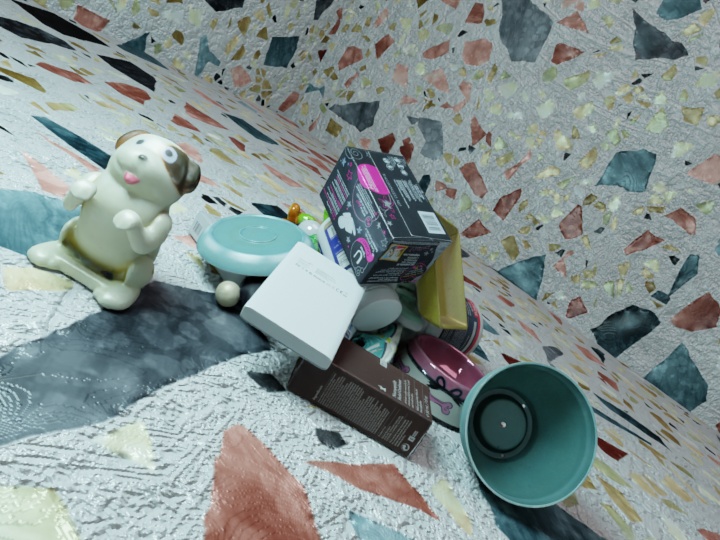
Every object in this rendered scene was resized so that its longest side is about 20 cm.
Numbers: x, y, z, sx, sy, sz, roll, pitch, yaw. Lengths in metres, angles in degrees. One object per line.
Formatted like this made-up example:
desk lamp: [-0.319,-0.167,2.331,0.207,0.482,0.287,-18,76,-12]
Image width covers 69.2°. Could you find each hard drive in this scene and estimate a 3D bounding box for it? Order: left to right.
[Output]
hard drive: [-0.071,0.041,0.745,0.131,0.027,0.200,32,30,-3]

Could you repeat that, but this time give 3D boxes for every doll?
doll: [-0.125,0.044,0.814,0.198,0.049,0.137,7,47,-12]

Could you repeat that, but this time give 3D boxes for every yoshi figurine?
yoshi figurine: [-0.093,-0.086,1.243,0.199,0.113,0.112,29,16,1]

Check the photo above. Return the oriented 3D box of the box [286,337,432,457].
box: [0.002,0.168,0.750,0.199,0.075,0.100,29,17,-5]

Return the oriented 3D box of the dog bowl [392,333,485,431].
dog bowl: [0.151,0.195,0.955,0.199,0.074,0.200,31,16,-10]

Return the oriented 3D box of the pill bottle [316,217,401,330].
pill bottle: [0.000,0.000,0.935,0.119,0.120,0.201,18,40,-42]

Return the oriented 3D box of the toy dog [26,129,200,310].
toy dog: [-0.289,-0.077,0.677,0.139,0.201,0.194,35,16,7]

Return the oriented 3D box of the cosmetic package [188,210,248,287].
cosmetic package: [-0.206,-0.024,0.962,0.150,0.052,0.200,18,22,-52]

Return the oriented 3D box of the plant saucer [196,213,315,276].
plant saucer: [-0.173,-0.051,0.877,0.198,0.028,0.201,8,27,-4]

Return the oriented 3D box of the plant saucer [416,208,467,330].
plant saucer: [0.143,0.008,0.952,0.048,0.203,0.200,-7,-9,23]

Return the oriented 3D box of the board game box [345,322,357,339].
board game box: [-0.047,0.060,0.965,0.127,0.034,0.200,57,16,-1]

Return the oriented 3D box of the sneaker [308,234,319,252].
sneaker: [-0.111,-0.046,1.034,0.074,0.083,0.200,51,-7,2]

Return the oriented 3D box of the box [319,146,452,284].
box: [0.036,-0.088,0.863,0.131,0.115,0.201,1,52,-37]

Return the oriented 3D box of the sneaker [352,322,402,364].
sneaker: [0.025,0.130,0.911,0.079,0.078,0.200,25,15,6]

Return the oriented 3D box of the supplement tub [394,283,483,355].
supplement tub: [0.152,0.105,1.104,0.199,0.141,0.140,19,20,-40]

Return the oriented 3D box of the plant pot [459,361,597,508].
plant pot: [0.240,0.245,0.813,0.199,0.201,0.134,32,-12,0]

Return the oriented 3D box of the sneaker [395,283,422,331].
sneaker: [0.084,0.017,1.001,0.073,0.118,0.201,25,23,-40]
